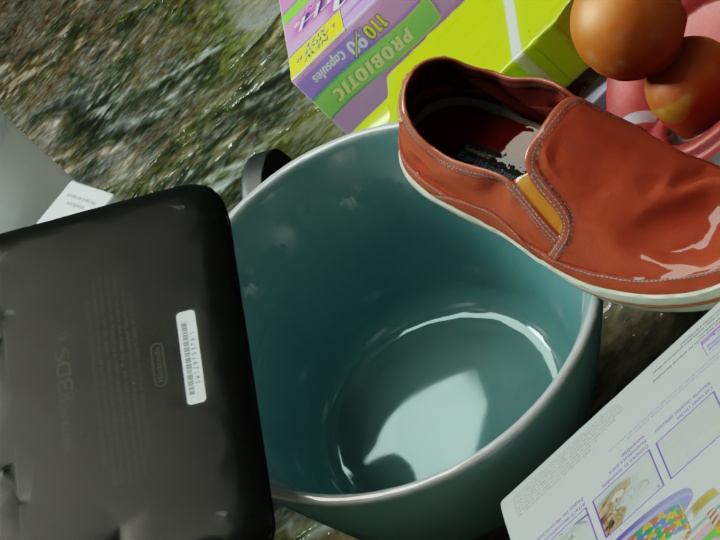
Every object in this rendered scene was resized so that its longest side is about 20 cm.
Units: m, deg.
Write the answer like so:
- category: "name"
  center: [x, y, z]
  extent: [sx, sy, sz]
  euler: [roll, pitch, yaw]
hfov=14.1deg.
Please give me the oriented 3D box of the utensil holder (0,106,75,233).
- category: "utensil holder"
  center: [-0.209, 0.020, 1.735]
  extent: [0.170, 0.200, 0.170]
  euler: [-40, 20, 19]

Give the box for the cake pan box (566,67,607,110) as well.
- category: "cake pan box"
  center: [0.096, -0.079, 1.513]
  extent: [0.200, 0.052, 0.184]
  euler: [-45, 18, 9]

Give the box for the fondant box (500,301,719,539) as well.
- category: "fondant box"
  center: [0.135, 0.102, 1.092]
  extent: [0.144, 0.058, 0.200]
  euler: [-43, 20, 12]

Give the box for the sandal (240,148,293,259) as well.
- category: "sandal"
  center: [0.000, 0.000, 1.417]
  extent: [0.045, 0.200, 0.076]
  euler: [-13, 64, 17]

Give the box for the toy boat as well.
- category: "toy boat"
  center: [0.146, -0.086, 1.305]
  extent: [0.130, 0.131, 0.200]
  euler: [-37, 23, 25]

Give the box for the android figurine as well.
- category: "android figurine"
  center: [0.070, -0.104, 1.482]
  extent: [0.200, 0.041, 0.182]
  euler: [-42, 21, 17]

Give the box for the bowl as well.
- category: "bowl"
  center: [0.026, 0.043, 1.293]
  extent: [0.199, 0.105, 0.202]
  euler: [-13, 50, 16]

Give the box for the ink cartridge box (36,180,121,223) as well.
- category: "ink cartridge box"
  center: [-0.161, 0.074, 1.616]
  extent: [0.200, 0.145, 0.087]
  euler: [-50, 22, -9]

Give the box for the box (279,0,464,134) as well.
- category: "box"
  center: [0.046, -0.173, 1.718]
  extent: [0.176, 0.097, 0.200]
  euler: [-43, 21, 14]

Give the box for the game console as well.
- category: "game console"
  center: [-0.120, 0.087, 1.273]
  extent: [0.175, 0.117, 0.201]
  euler: [-15, 51, 4]

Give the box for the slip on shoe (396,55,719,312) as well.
- category: "slip on shoe"
  center: [0.093, -0.038, 1.217]
  extent: [0.199, 0.061, 0.074]
  euler: [25, 66, 34]
